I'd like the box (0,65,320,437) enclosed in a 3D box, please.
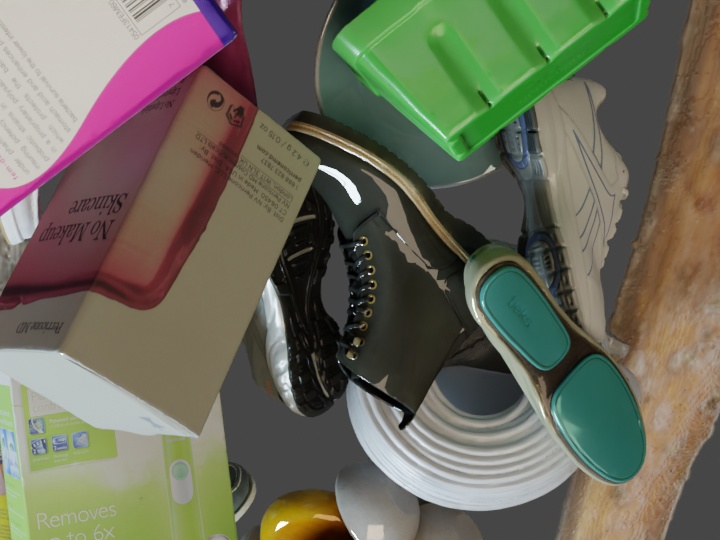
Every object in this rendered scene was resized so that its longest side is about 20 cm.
[{"bbox_3d":[-0.133,-0.010,0.847,0.109,0.127,0.202,37,65,-32],"label":"box"}]

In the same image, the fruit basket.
[{"bbox_3d":[0.062,-0.202,0.848,0.213,0.155,0.219,-1,86,10],"label":"fruit basket"}]

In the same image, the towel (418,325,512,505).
[{"bbox_3d":[0.103,0.110,1.123,0.199,0.035,0.133,-34,123,5],"label":"towel"}]

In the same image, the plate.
[{"bbox_3d":[0.060,-0.152,0.953,0.198,0.026,0.202,-9,122,-14],"label":"plate"}]

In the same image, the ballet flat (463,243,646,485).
[{"bbox_3d":[0.132,0.063,0.935,0.069,0.070,0.201,-33,110,4],"label":"ballet flat"}]

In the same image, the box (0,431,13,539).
[{"bbox_3d":[-0.225,0.158,0.990,0.116,0.048,0.203,15,84,-23],"label":"box"}]

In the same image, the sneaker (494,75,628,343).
[{"bbox_3d":[0.155,-0.044,0.957,0.086,0.074,0.203,-11,96,-22],"label":"sneaker"}]

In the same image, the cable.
[{"bbox_3d":[0.089,0.077,1.006,0.199,0.069,0.201,36,74,7],"label":"cable"}]

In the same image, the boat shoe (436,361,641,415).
[{"bbox_3d":[0.121,0.115,1.074,0.197,0.073,0.068,-8,153,-5],"label":"boat shoe"}]

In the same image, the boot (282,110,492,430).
[{"bbox_3d":[0.000,0.000,0.928,0.199,0.077,0.139,37,75,-11],"label":"boot"}]

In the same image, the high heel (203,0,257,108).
[{"bbox_3d":[-0.068,-0.178,0.867,0.095,0.068,0.201,23,126,-18],"label":"high heel"}]

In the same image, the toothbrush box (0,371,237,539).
[{"bbox_3d":[-0.173,0.127,0.943,0.144,0.086,0.203,-6,88,-24],"label":"toothbrush box"}]

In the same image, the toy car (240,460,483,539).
[{"bbox_3d":[0.002,0.265,1.096,0.174,0.151,0.199,-37,126,25],"label":"toy car"}]

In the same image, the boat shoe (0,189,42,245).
[{"bbox_3d":[-0.204,-0.109,0.862,0.068,0.071,0.202,-3,120,-15],"label":"boat shoe"}]

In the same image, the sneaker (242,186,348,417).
[{"bbox_3d":[-0.063,0.006,0.980,0.074,0.079,0.203,-20,113,-42],"label":"sneaker"}]

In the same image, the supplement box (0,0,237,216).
[{"bbox_3d":[-0.185,-0.122,0.771,0.199,0.103,0.102,-37,116,-3],"label":"supplement box"}]

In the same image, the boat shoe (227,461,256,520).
[{"bbox_3d":[-0.180,0.185,1.050,0.198,0.073,0.062,-16,128,-3],"label":"boat shoe"}]
